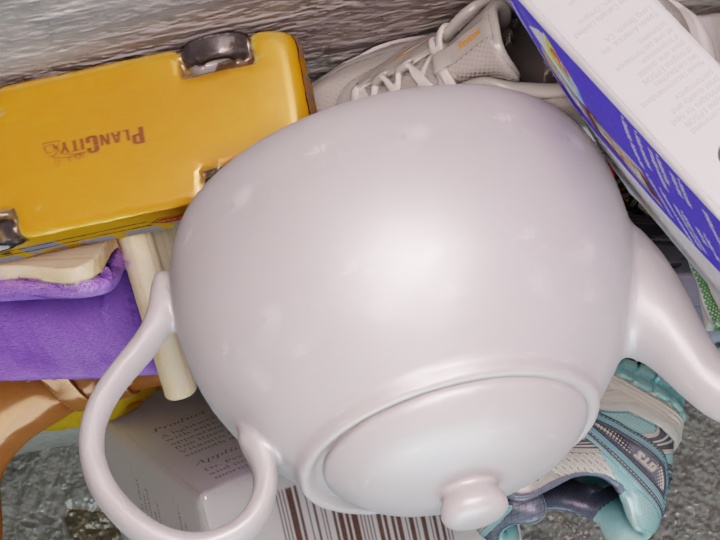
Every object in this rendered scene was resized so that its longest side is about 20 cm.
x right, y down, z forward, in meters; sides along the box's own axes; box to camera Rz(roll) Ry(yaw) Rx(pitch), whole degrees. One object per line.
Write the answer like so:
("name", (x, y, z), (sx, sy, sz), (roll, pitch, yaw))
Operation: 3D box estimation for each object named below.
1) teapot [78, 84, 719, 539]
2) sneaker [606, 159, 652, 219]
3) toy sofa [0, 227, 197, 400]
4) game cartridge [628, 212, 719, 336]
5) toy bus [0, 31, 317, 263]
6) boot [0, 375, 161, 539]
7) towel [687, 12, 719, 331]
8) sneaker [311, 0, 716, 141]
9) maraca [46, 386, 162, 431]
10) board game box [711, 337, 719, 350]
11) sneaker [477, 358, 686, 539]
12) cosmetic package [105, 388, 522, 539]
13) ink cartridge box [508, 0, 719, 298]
("teapot", (0.021, 0.033, 1.068), (0.200, 0.147, 0.197), (-34, 148, 34))
("sneaker", (0.123, -0.065, 1.272), (0.199, 0.083, 0.078), (-4, 172, -23))
("toy sofa", (-0.165, 0.018, 1.227), (0.199, 0.083, 0.098), (-3, -155, 26))
("game cartridge", (0.135, -0.008, 1.336), (0.199, 0.041, 0.133), (5, -159, 45))
("toy bus", (-0.114, -0.044, 1.124), (0.199, 0.066, 0.078), (-12, 174, 7))
("boot", (-0.157, 0.057, 1.363), (0.154, 0.201, 0.077), (-4, -173, 14))
("towel", (0.218, -0.052, 1.264), (0.199, 0.150, 0.031), (-7, 170, -38))
("sneaker", (0.040, -0.079, 1.125), (0.199, 0.076, 0.092), (-18, 161, 14))
("maraca", (-0.129, 0.017, 1.454), (0.199, 0.107, 0.137), (-22, -142, -2))
("board game box", (0.180, 0.029, 1.475), (0.198, 0.041, 0.200), (-16, 165, -9))
("sneaker", (0.052, 0.073, 1.218), (0.199, 0.087, 0.078), (11, 156, -15))
("cosmetic package", (-0.024, 0.143, 1.449), (0.164, 0.166, 0.200), (-17, -164, -17))
("ink cartridge box", (0.141, -0.016, 1.004), (0.043, 0.200, 0.198), (-37, 148, 2))
